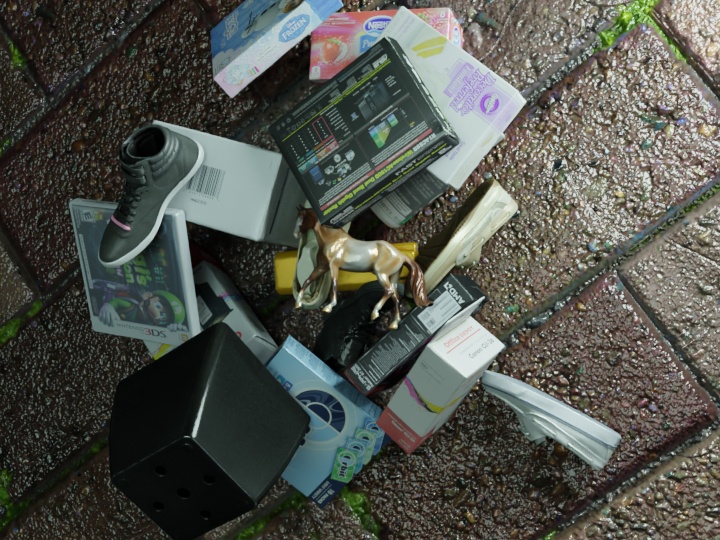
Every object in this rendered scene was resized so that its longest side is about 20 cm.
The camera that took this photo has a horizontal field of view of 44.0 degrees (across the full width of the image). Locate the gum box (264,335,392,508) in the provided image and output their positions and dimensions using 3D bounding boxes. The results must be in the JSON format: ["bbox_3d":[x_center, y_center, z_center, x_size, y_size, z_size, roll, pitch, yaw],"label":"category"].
[{"bbox_3d":[-0.077,0.216,1.263,0.200,0.045,0.170,39,112,-5],"label":"gum box"}]

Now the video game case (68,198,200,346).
[{"bbox_3d":[-0.310,0.005,1.232,0.181,0.023,0.201,7,115,23],"label":"video game case"}]

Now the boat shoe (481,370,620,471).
[{"bbox_3d":[0.245,0.202,1.199,0.199,0.074,0.066,27,93,16],"label":"boat shoe"}]

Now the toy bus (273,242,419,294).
[{"bbox_3d":[-0.017,-0.003,1.278,0.199,0.078,0.066,-4,88,17],"label":"toy bus"}]

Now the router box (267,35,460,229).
[{"bbox_3d":[0.003,-0.168,1.112,0.200,0.062,0.150,-34,75,18],"label":"router box"}]

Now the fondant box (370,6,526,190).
[{"bbox_3d":[0.089,-0.221,1.146,0.200,0.058,0.145,41,100,18],"label":"fondant box"}]

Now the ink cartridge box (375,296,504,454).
[{"bbox_3d":[0.114,0.138,1.179,0.067,0.116,0.200,41,126,16],"label":"ink cartridge box"}]

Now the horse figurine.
[{"bbox_3d":[0.000,0.000,1.163,0.199,0.050,0.133,12,73,-1],"label":"horse figurine"}]

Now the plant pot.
[{"bbox_3d":[-0.208,0.224,1.153,0.199,0.178,0.200,-30,112,20],"label":"plant pot"}]

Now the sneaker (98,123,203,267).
[{"bbox_3d":[-0.287,-0.101,1.124,0.071,0.099,0.200,33,86,26],"label":"sneaker"}]

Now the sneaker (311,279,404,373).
[{"bbox_3d":[-0.007,0.089,1.252,0.199,0.060,0.105,-27,54,49],"label":"sneaker"}]

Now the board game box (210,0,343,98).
[{"bbox_3d":[-0.127,-0.357,1.269,0.199,0.200,0.043,-38,122,13],"label":"board game box"}]

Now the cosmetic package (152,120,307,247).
[{"bbox_3d":[-0.177,-0.117,1.265,0.198,0.200,0.124,17,91,16],"label":"cosmetic package"}]

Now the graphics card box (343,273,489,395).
[{"bbox_3d":[0.080,0.088,1.223,0.200,0.125,0.051,-44,75,11],"label":"graphics card box"}]

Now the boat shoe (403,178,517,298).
[{"bbox_3d":[0.139,-0.031,1.224,0.065,0.072,0.200,41,84,-17],"label":"boat shoe"}]

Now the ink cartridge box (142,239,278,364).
[{"bbox_3d":[-0.238,0.079,1.307,0.146,0.083,0.200,-40,63,2],"label":"ink cartridge box"}]

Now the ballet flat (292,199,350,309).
[{"bbox_3d":[-0.056,-0.044,1.211,0.069,0.069,0.201,12,95,17],"label":"ballet flat"}]

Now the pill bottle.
[{"bbox_3d":[0.091,-0.159,1.230,0.200,0.113,0.113,-37,79,14],"label":"pill bottle"}]

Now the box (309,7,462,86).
[{"bbox_3d":[0.038,-0.305,1.255,0.199,0.103,0.095,2,89,18],"label":"box"}]
